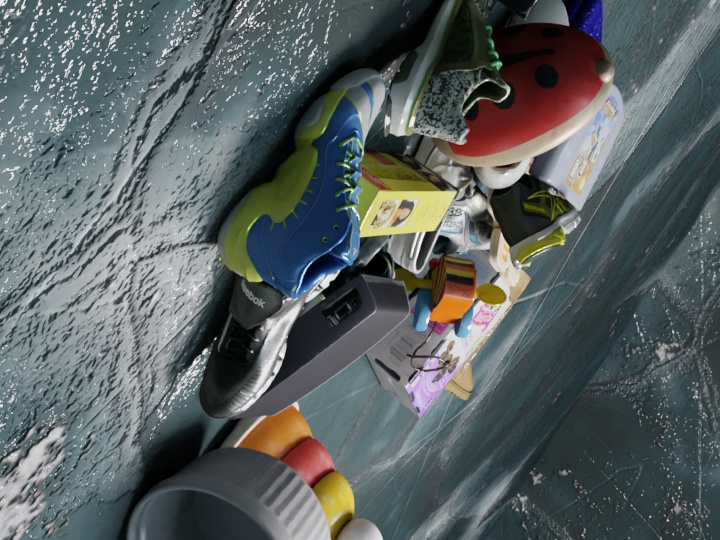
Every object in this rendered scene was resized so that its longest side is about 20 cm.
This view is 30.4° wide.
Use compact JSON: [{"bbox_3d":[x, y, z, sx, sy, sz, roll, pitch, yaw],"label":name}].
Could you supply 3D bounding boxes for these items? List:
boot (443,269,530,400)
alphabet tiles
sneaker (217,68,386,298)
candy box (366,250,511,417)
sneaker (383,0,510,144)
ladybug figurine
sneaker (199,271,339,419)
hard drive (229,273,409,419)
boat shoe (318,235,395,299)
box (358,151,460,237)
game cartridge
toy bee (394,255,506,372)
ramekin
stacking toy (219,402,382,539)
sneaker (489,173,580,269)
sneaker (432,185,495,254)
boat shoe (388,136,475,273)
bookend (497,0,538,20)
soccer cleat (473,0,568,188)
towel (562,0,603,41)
[{"bbox_3d":[0.175,0.084,1.900,0.201,0.066,0.175,-55,162,1],"label":"boot"},{"bbox_3d":[0.171,-0.091,1.473,0.196,0.014,0.203,42,55,-63],"label":"alphabet tiles"},{"bbox_3d":[-0.022,-0.062,1.075,0.201,0.105,0.076,-52,162,-1],"label":"sneaker"},{"bbox_3d":[0.104,0.072,1.688,0.201,0.071,0.168,-50,162,-9],"label":"candy box"},{"bbox_3d":[0.093,-0.176,1.149,0.201,0.088,0.077,-59,171,-30],"label":"sneaker"},{"bbox_3d":[0.135,-0.166,1.198,0.072,0.198,0.138,36,53,-42],"label":"ladybug figurine"},{"bbox_3d":[-0.089,0.037,1.163,0.201,0.066,0.090,-57,159,-1],"label":"sneaker"},{"bbox_3d":[-0.046,0.077,1.281,0.199,0.043,0.135,-37,165,15],"label":"hard drive"},{"bbox_3d":[0.000,0.000,1.312,0.073,0.061,0.201,-49,162,-17],"label":"boat shoe"},{"bbox_3d":[0.020,-0.072,1.215,0.051,0.075,0.199,-60,160,16],"label":"box"},{"bbox_3d":[0.241,-0.144,1.455,0.134,0.041,0.200,-61,160,4],"label":"game cartridge"},{"bbox_3d":[0.088,0.024,1.517,0.200,0.129,0.110,-36,-138,52],"label":"toy bee"},{"bbox_3d":[-0.122,0.271,1.311,0.105,0.199,0.202,-43,162,-54],"label":"ramekin"},{"bbox_3d":[-0.057,0.245,1.402,0.146,0.199,0.147,-45,161,-20],"label":"stacking toy"},{"bbox_3d":[0.180,-0.067,1.382,0.074,0.086,0.200,-26,-174,14],"label":"sneaker"},{"bbox_3d":[0.109,-0.056,1.493,0.086,0.078,0.200,-42,156,6],"label":"sneaker"},{"bbox_3d":[0.085,-0.090,1.352,0.073,0.065,0.202,-22,144,-56],"label":"boat shoe"},{"bbox_3d":[0.190,-0.323,1.138,0.201,0.092,0.198,-59,161,21],"label":"bookend"},{"bbox_3d":[0.160,-0.177,1.287,0.086,0.069,0.203,12,93,-84],"label":"soccer cleat"},{"bbox_3d":[0.228,-0.213,1.447,0.150,0.049,0.200,-68,162,-11],"label":"towel"}]
